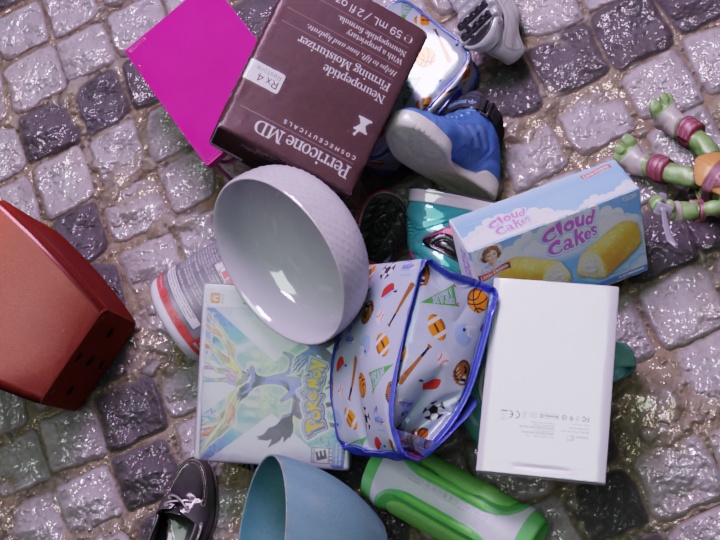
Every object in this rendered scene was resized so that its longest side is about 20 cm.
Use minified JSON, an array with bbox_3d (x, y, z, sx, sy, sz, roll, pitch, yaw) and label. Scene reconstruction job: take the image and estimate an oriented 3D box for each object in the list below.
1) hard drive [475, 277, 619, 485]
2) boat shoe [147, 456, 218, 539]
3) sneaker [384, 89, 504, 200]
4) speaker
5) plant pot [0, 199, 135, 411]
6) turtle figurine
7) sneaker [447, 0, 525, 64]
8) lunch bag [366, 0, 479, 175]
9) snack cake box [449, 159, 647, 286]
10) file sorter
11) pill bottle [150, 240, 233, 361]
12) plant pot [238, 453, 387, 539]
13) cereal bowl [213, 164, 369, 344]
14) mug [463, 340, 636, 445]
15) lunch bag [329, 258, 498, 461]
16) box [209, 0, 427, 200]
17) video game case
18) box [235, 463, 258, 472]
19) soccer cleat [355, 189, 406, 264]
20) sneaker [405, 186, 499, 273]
[{"bbox_3d":[0.193,0.112,1.347,0.130,0.026,0.202,4,75,12],"label":"hard drive"},{"bbox_3d":[-0.215,0.314,1.526,0.066,0.057,0.202,9,77,20],"label":"boat shoe"},{"bbox_3d":[0.101,-0.165,1.499,0.076,0.199,0.112,-5,65,40],"label":"sneaker"},{"bbox_3d":[0.101,0.257,1.426,0.199,0.088,0.089,26,83,23],"label":"speaker"},{"bbox_3d":[-0.394,0.064,1.596,0.175,0.200,0.201,34,86,12],"label":"plant pot"},{"bbox_3d":[0.360,-0.127,1.414,0.194,0.198,0.145,39,121,46],"label":"turtle figurine"},{"bbox_3d":[0.153,-0.329,1.600,0.075,0.081,0.202,-37,44,35],"label":"sneaker"},{"bbox_3d":[0.039,-0.217,1.598,0.160,0.076,0.200,42,89,21],"label":"lunch bag"},{"bbox_3d":[0.207,-0.028,1.430,0.198,0.116,0.067,-21,38,-5],"label":"snack cake box"},{"bbox_3d":[-0.168,-0.224,1.636,0.139,0.125,0.201,-38,68,2],"label":"file sorter"},{"bbox_3d":[-0.140,0.011,1.562,0.199,0.116,0.117,-32,67,7],"label":"pill bottle"},{"bbox_3d":[-0.047,0.309,1.420,0.133,0.200,0.203,10,74,-17],"label":"plant pot"},{"bbox_3d":[-0.063,-0.026,1.398,0.199,0.201,0.083,36,50,24],"label":"cereal bowl"},{"bbox_3d":[0.190,0.123,1.422,0.151,0.114,0.186,33,86,24],"label":"mug"},{"bbox_3d":[0.047,0.102,1.393,0.123,0.170,0.202,21,77,-22],"label":"lunch bag"},{"bbox_3d":[-0.051,-0.200,1.459,0.165,0.164,0.202,26,84,-9],"label":"box"},{"bbox_3d":[-0.095,0.119,1.479,0.180,0.022,0.203,2,88,9],"label":"video game case"},{"bbox_3d":[-0.065,0.152,1.523,0.199,0.064,0.070,-32,68,7],"label":"box"},{"bbox_3d":[0.000,0.000,1.557,0.068,0.073,0.202,21,98,-7],"label":"soccer cleat"},{"bbox_3d":[0.142,-0.019,1.501,0.198,0.084,0.122,12,92,5],"label":"sneaker"}]
